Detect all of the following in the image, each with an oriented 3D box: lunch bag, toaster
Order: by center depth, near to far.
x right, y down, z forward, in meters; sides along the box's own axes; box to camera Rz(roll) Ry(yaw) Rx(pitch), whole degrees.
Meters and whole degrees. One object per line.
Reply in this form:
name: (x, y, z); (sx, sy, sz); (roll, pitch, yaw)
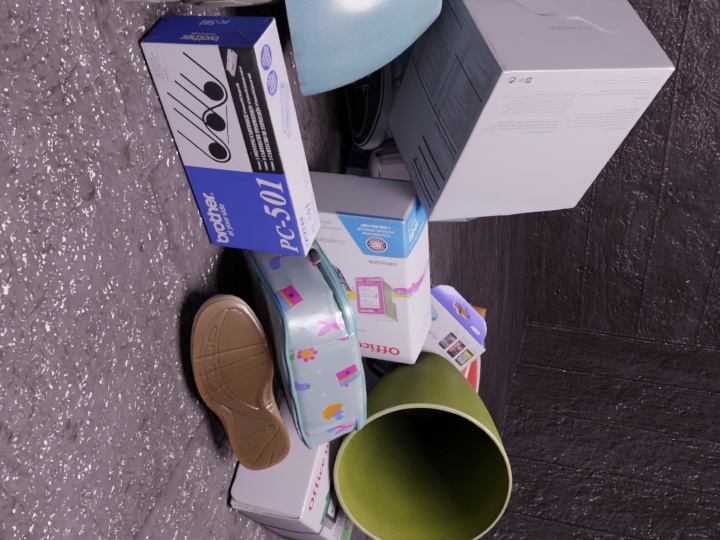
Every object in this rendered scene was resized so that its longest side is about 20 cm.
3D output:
lunch bag: (-0.054, 0.055, 0.751); (0.161, 0.076, 0.201); (-120, -162, -48)
toaster: (0.091, -0.119, 0.989); (0.200, 0.128, 0.115); (-48, 132, -67)

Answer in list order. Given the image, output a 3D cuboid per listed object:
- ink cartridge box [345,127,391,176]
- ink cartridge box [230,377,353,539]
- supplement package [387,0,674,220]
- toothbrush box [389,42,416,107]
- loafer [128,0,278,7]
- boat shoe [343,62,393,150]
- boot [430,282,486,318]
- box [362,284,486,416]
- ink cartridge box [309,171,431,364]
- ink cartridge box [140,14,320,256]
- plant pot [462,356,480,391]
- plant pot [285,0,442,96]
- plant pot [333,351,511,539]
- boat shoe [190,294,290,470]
ink cartridge box: (0.013, -0.076, 1.072); (0.200, 0.043, 0.198); (65, 36, -65)
ink cartridge box: (-0.059, 0.224, 0.888); (0.200, 0.084, 0.147); (65, 36, -60)
supplement package: (0.157, -0.175, 0.790); (0.201, 0.189, 0.148); (114, -37, -51)
toothbrush box: (0.065, -0.300, 0.963); (0.146, 0.084, 0.202); (-148, -124, -65)
loafer: (-0.114, -0.230, 0.575); (0.200, 0.071, 0.064); (-36, 123, -63)
boat shoe: (-0.002, -0.244, 0.924); (0.067, 0.072, 0.202); (-7, 111, -35)
boot: (0.132, 0.054, 1.305); (0.077, 0.154, 0.202); (0, 96, -72)
box: (0.066, 0.104, 1.010); (0.200, 0.119, 0.042); (-43, -173, 14)
ink cartridge box: (0.000, 0.000, 0.887); (0.085, 0.143, 0.201); (-63, 153, -47)
ink cartridge box: (-0.097, -0.101, 0.629); (0.201, 0.093, 0.044); (79, 25, -44)
plant pot: (0.075, 0.167, 1.136); (0.200, 0.176, 0.203); (7, 90, -73)
plant pot: (0.000, -0.265, 0.695); (0.200, 0.133, 0.202); (173, -90, -90)
plant pot: (0.071, 0.181, 0.904); (0.200, 0.185, 0.189); (-78, 169, -67)
boat shoe: (-0.112, 0.097, 0.722); (0.065, 0.072, 0.201); (-120, -166, -52)
